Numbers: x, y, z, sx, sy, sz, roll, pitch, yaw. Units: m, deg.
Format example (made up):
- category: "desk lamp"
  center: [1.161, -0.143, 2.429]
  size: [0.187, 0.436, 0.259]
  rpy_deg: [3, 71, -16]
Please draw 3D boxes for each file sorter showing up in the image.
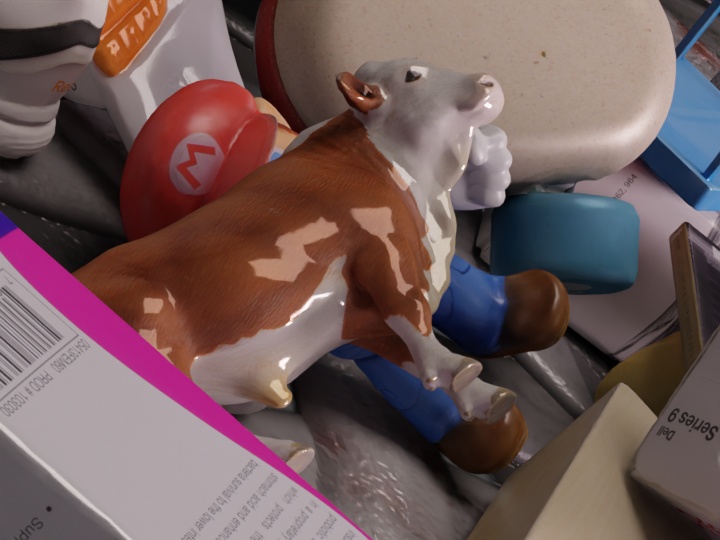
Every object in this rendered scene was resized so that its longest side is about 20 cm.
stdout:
- category: "file sorter"
  center: [0.148, -0.137, 1.338]
  size: [0.200, 0.123, 0.139]
  rpy_deg: [47, 22, 21]

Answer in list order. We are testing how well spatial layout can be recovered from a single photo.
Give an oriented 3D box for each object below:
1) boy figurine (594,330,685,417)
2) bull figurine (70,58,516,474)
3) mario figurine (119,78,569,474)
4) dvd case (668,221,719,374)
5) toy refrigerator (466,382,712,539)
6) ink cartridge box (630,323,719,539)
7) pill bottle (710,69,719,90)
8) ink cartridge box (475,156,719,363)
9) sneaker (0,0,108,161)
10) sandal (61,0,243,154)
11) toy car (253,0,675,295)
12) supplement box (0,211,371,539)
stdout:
- category: "boy figurine"
  center: [0.184, 0.105, 1.235]
  size: [0.200, 0.064, 0.124]
  rpy_deg: [46, 24, 6]
- category: "bull figurine"
  center: [-0.021, 0.010, 0.952]
  size: [0.122, 0.199, 0.065]
  rpy_deg: [50, -22, 25]
- category: "mario figurine"
  center: [0.000, 0.000, 1.058]
  size: [0.200, 0.106, 0.124]
  rpy_deg: [32, 35, -35]
- category: "dvd case"
  center: [0.188, 0.070, 1.199]
  size: [0.148, 0.016, 0.200]
  rpy_deg: [38, 21, -15]
- category: "toy refrigerator"
  center: [0.074, 0.114, 1.023]
  size: [0.076, 0.070, 0.200]
  rpy_deg: [48, 21, -1]
- category: "ink cartridge box"
  center: [0.212, 0.103, 1.020]
  size: [0.200, 0.088, 0.145]
  rpy_deg: [35, -5, -26]
- category: "pill bottle"
  center: [0.232, -0.073, 1.474]
  size: [0.114, 0.200, 0.114]
  rpy_deg: [35, 20, -15]
- category: "ink cartridge box"
  center: [0.161, 0.000, 1.370]
  size: [0.200, 0.084, 0.146]
  rpy_deg: [38, 20, -7]
- category: "sneaker"
  center: [-0.176, -0.130, 1.062]
  size: [0.200, 0.080, 0.074]
  rpy_deg: [36, 23, -8]
- category: "sandal"
  center: [-0.089, -0.072, 1.139]
  size: [0.079, 0.059, 0.208]
  rpy_deg: [-8, 71, -42]
- category: "toy car"
  center: [0.019, -0.080, 1.251]
  size: [0.176, 0.186, 0.200]
  rpy_deg: [4, -8, -21]
- category: "supplement box"
  center: [-0.066, 0.093, 0.772]
  size: [0.200, 0.103, 0.101]
  rpy_deg: [40, 20, 2]
